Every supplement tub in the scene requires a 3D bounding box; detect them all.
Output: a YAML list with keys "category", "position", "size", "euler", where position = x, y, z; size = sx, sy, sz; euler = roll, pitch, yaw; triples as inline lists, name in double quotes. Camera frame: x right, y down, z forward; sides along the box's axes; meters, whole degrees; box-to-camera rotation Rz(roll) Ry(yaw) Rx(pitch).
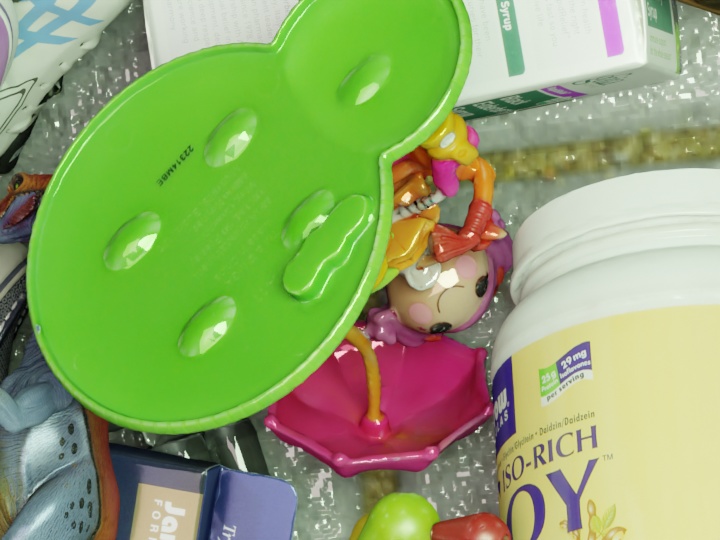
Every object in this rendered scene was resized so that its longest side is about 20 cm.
- category: "supplement tub"
  position: [0.122, 0.079, 0.970]
  size: [0.145, 0.145, 0.201]
  euler: [-10, 65, 17]

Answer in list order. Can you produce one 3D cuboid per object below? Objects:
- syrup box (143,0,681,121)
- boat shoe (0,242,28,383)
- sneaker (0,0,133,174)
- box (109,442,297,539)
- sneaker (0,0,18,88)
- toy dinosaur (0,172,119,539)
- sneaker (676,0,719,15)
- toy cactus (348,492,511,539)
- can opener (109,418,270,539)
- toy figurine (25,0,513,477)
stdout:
- category: "syrup box"
  position: [0.022, -0.098, 1.055]
  size: [0.199, 0.079, 0.082]
  euler: [-9, 89, 17]
- category: "boat shoe"
  position: [-0.167, 0.089, 1.131]
  size: [0.093, 0.075, 0.200]
  euler: [31, 102, 1]
- category: "sneaker"
  position: [-0.148, -0.089, 1.114]
  size: [0.200, 0.072, 0.072]
  euler: [-34, 117, 25]
- category: "box"
  position: [-0.131, 0.126, 1.069]
  size: [0.199, 0.032, 0.122]
  euler: [10, 93, 8]
- category: "sneaker"
  position: [-0.198, -0.016, 1.056]
  size: [0.072, 0.114, 0.201]
  euler: [17, 123, -7]
- category: "toy dinosaur"
  position: [-0.125, 0.062, 1.032]
  size: [0.182, 0.200, 0.105]
  euler: [-60, 30, -7]
- category: "sneaker"
  position: [0.141, -0.145, 0.976]
  size: [0.067, 0.200, 0.090]
  euler: [0, 77, 53]
- category: "toy cactus"
  position: [-0.023, 0.164, 0.966]
  size: [0.164, 0.102, 0.201]
  euler: [17, 112, 22]
- category: "can opener"
  position: [-0.074, 0.087, 1.113]
  size: [0.067, 0.053, 0.201]
  euler: [-22, 84, 49]
- category: "toy figurine"
  position: [0.000, 0.000, 1.015]
  size: [0.200, 0.184, 0.150]
  euler: [-47, 55, 3]
